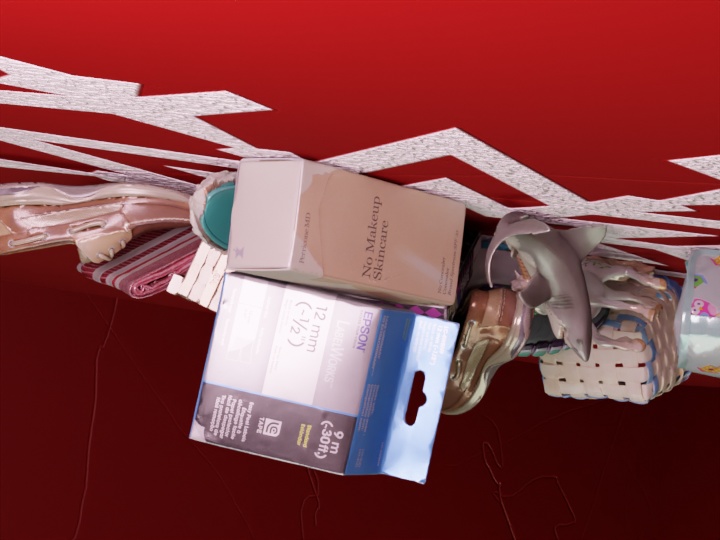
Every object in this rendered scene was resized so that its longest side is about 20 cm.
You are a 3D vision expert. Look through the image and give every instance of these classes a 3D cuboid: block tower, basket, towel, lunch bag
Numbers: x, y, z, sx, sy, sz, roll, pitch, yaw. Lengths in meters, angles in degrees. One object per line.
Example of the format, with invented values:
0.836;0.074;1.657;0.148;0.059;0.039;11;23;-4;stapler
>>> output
-0.066;0.037;1.501;0.200;0.058;0.054;24;178;3;block tower
0.280;0.061;1.870;0.176;0.139;0.200;3;-151;31;basket
-0.181;-0.020;1.629;0.144;0.023;0.200;-28;-164;-19;towel
0.376;0.047;1.586;0.170;0.122;0.200;7;-179;11;lunch bag

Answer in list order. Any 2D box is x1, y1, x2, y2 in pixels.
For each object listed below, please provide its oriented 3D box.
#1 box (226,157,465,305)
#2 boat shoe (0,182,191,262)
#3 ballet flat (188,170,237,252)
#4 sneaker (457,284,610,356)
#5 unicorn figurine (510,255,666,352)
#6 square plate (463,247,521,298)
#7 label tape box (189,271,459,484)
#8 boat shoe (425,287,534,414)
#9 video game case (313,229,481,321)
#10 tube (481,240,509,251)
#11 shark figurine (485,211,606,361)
-0.010;-0.030;1.421;0.078;0.095;0.200;2;174;44;box
-0.242;-0.042;1.582;0.200;0.072;0.076;0;176;-3;boat shoe
-0.097;-0.049;1.495;0.072;0.072;0.200;4;174;33;ballet flat
0.162;0.043;1.725;0.200;0.074;0.088;-17;152;-9;sneaker
0.220;0.024;1.667;0.137;0.074;0.200;18;-170;12;unicorn figurine
0.107;0.043;1.801;0.198;0.028;0.200;-37;153;33;square plate
-0.029;0.091;1.438;0.200;0.144;0.066;13;-179;5;label tape box
0.098;0.071;1.645;0.072;0.076;0.200;17;142;-12;boat shoe
0.000;0.000;1.608;0.200;0.036;0.181;6;-155;12;video game case
0.052;-0.016;1.748;0.200;0.050;0.077;-1;176;-12;tube
0.168;-0.022;1.496;0.089;0.128;0.214;-21;147;17;shark figurine
